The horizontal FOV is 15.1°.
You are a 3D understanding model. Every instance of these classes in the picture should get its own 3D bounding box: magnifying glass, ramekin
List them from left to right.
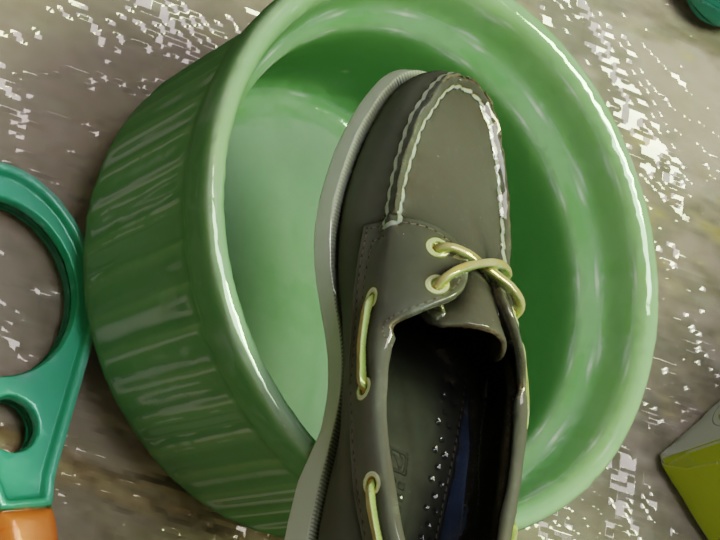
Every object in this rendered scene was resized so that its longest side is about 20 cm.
[{"bbox_3d":[-0.118,0.060,0.912,0.079,0.022,0.201,-1,77,-34],"label":"magnifying glass"},{"bbox_3d":[0.000,0.000,0.949,0.199,0.098,0.201,12,71,-37],"label":"ramekin"}]

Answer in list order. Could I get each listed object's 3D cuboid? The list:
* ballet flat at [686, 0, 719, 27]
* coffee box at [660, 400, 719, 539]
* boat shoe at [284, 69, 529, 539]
[{"bbox_3d":[0.147,-0.202,1.133,0.067,0.070,0.201,-13,83,-35],"label":"ballet flat"},{"bbox_3d":[0.279,0.084,1.053,0.198,0.200,0.200,-37,97,-34],"label":"coffee box"},{"bbox_3d":[0.023,0.027,0.855,0.072,0.060,0.203,22,66,-34],"label":"boat shoe"}]
